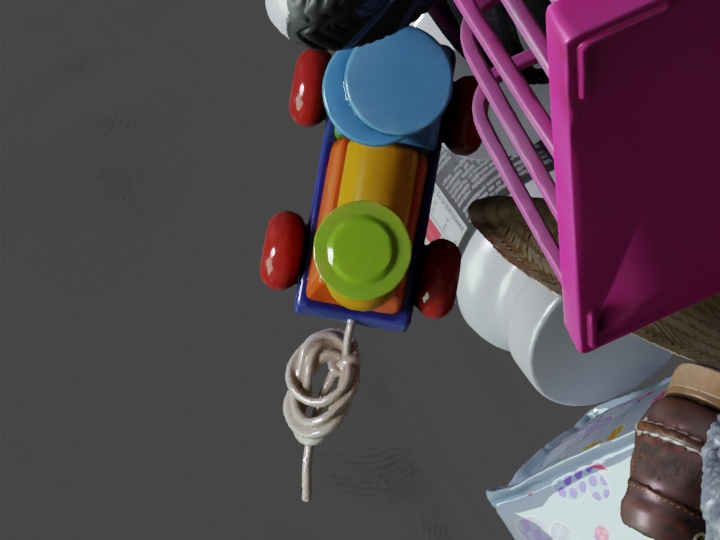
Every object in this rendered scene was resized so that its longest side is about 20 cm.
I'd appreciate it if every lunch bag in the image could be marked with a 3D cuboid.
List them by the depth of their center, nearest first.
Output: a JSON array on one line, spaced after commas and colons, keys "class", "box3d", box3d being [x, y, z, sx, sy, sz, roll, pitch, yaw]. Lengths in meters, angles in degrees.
[{"class": "lunch bag", "box3d": [0.188, 0.128, 0.969, 0.200, 0.127, 0.170, -32, 89, 50]}]

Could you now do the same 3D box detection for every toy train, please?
[{"class": "toy train", "box3d": [0.000, 0.000, 0.825, 0.116, 0.084, 0.202, 125, 155, -89]}]

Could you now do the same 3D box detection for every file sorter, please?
[{"class": "file sorter", "box3d": [0.106, -0.093, 0.680, 0.200, 0.138, 0.126, 76, 168, -62]}]

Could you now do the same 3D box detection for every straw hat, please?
[{"class": "straw hat", "box3d": [0.151, -0.023, 0.825, 0.086, 0.200, 0.201, -67, 27, 16]}]

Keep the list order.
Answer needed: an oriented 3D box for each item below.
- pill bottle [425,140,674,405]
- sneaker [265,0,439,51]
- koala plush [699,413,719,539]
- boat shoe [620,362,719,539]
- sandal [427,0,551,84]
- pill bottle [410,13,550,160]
[{"class": "pill bottle", "box3d": [0.085, -0.030, 1.059, 0.200, 0.116, 0.117, 58, 172, 44]}, {"class": "sneaker", "box3d": [0.027, -0.162, 0.753, 0.077, 0.200, 0.076, 38, 162, 9]}, {"class": "koala plush", "box3d": [0.178, 0.118, 0.676, 0.200, 0.176, 0.185, 83, 170, -71]}, {"class": "boat shoe", "box3d": [0.152, 0.105, 0.803, 0.070, 0.071, 0.200, 16, 164, 39]}, {"class": "sandal", "box3d": [0.039, -0.123, 0.833, 0.200, 0.048, 0.075, 40, -178, -20]}, {"class": "pill bottle", "box3d": [0.033, -0.146, 1.024, 0.200, 0.112, 0.113, 58, 172, 45]}]
